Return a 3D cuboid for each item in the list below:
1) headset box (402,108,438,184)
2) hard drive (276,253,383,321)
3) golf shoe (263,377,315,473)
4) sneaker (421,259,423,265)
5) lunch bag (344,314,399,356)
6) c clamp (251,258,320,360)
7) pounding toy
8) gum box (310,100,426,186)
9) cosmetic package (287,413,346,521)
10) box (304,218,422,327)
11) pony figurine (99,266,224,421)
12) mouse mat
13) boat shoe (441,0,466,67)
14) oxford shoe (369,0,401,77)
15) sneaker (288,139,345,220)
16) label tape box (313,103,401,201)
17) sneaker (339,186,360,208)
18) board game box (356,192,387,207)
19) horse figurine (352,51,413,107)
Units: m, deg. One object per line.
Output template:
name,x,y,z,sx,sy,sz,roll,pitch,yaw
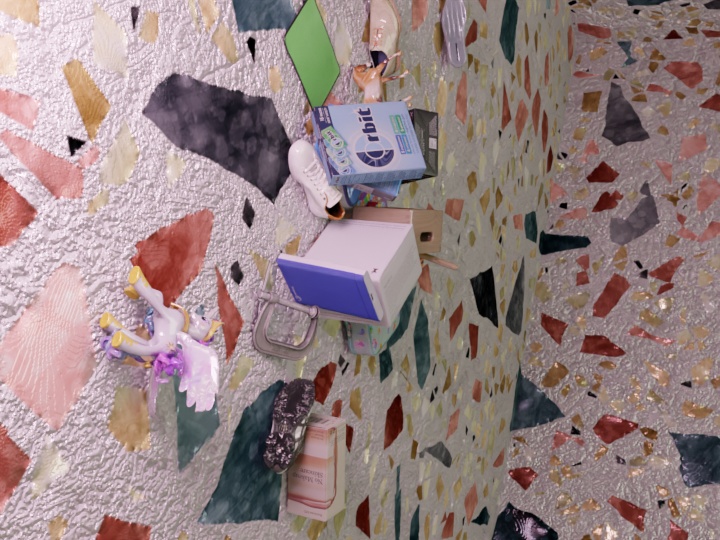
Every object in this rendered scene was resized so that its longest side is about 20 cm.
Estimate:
headset box,0.093,-0.283,1.873,0.077,0.200,0.149,4,86,-35
hard drive,-0.060,0.033,1.579,0.025,0.200,0.132,-57,144,-33
golf shoe,-0.144,0.316,1.622,0.095,0.078,0.200,86,22,-59
sneaker,0.127,-0.059,2.127,0.112,0.077,0.200,-34,135,-64
lunch bag,0.028,0.111,1.929,0.200,0.077,0.161,-44,134,-54
c clamp,-0.141,0.091,1.571,0.200,0.027,0.171,32,76,-49
pounding toy,0.109,-0.074,1.865,0.200,0.184,0.142,-5,100,-57
gum box,0.015,-0.260,1.629,0.045,0.200,0.170,117,-38,-60
cosmetic package,-0.093,0.414,1.695,0.087,0.103,0.200,-13,104,-62
box,0.000,0.000,1.701,0.200,0.199,0.131,-56,144,-43
pony figurine,-0.290,0.114,1.197,0.200,0.166,0.193,35,54,-44
mouse mat,-0.097,-0.443,1.647,0.161,0.008,0.200,-67,148,-34
boat shoe,0.270,-0.694,2.332,0.067,0.073,0.200,-99,-172,-78
oxford shoe,0.053,-0.549,1.875,0.074,0.071,0.200,-50,138,-47
sneaker,-0.079,-0.182,1.627,0.073,0.085,0.200,-50,141,-21
label tape box,0.003,-0.251,1.709,0.063,0.200,0.144,141,-32,-82
sneaker,0.029,-0.237,1.786,0.081,0.146,0.200,16,80,-64
board game box,0.044,-0.120,1.962,0.200,0.039,0.158,-21,113,-63
horse figurine,0.048,-0.389,1.755,0.050,0.132,0.200,23,55,-62
